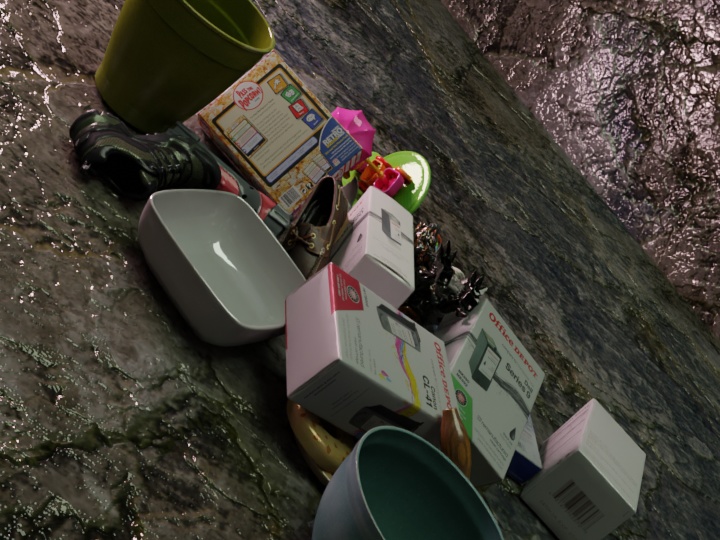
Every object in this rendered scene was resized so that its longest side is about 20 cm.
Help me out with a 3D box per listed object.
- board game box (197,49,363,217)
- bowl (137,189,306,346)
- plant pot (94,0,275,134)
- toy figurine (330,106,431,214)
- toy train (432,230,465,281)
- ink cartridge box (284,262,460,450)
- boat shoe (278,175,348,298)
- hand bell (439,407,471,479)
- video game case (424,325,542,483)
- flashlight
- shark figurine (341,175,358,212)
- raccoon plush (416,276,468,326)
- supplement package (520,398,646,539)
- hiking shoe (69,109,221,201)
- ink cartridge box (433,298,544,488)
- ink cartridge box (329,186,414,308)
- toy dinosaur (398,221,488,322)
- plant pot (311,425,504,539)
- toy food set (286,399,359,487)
[{"bbox_3d":[-0.116,-0.194,1.434,0.201,0.151,0.046,48,-11,6],"label":"board game box"},{"bbox_3d":[-0.157,0.005,1.136,0.201,0.075,0.199,51,24,14],"label":"bowl"},{"bbox_3d":[-0.247,-0.289,1.310,0.199,0.193,0.202,36,25,-19],"label":"plant pot"},{"bbox_3d":[-0.008,-0.188,1.575,0.200,0.151,0.184,38,-5,47],"label":"toy figurine"},{"bbox_3d":[0.123,0.001,1.534,0.149,0.056,0.201,34,-18,16],"label":"toy train"},{"bbox_3d":[0.013,0.108,1.097,0.199,0.085,0.149,33,31,-32],"label":"ink cartridge box"},{"bbox_3d":[-0.069,-0.037,1.276,0.069,0.071,0.202,8,49,14],"label":"boat shoe"},{"bbox_3d":[0.108,0.248,1.045,0.103,0.103,0.204,4,75,-57],"label":"hand bell"},{"bbox_3d":[0.167,0.185,1.426,0.199,0.045,0.182,37,26,-19],"label":"video game case"},{"bbox_3d":[-0.182,-0.107,1.297,0.199,0.068,0.068,40,-9,-6],"label":"flashlight"},{"bbox_3d":[-0.052,-0.125,1.513,0.215,0.089,0.128,49,22,3],"label":"shark figurine"},{"bbox_3d":[0.106,0.021,1.444,0.131,0.098,0.201,1,28,3],"label":"raccoon plush"},{"bbox_3d":[0.324,0.293,1.423,0.117,0.117,0.200,46,24,5],"label":"supplement package"},{"bbox_3d":[-0.254,-0.115,1.189,0.198,0.076,0.102,14,45,-36],"label":"hiking shoe"},{"bbox_3d":[0.143,0.156,1.276,0.147,0.083,0.201,51,42,-15],"label":"ink cartridge box"},{"bbox_3d":[0.000,0.000,1.317,0.084,0.146,0.201,35,25,-14],"label":"ink cartridge box"},{"bbox_3d":[0.087,0.026,1.322,0.101,0.134,0.204,14,70,-46],"label":"toy dinosaur"},{"bbox_3d":[0.029,0.271,0.940,0.199,0.134,0.201,37,24,-19],"label":"plant pot"},{"bbox_3d":[-0.003,0.189,1.129,0.200,0.049,0.198,42,23,-8],"label":"toy food set"}]
